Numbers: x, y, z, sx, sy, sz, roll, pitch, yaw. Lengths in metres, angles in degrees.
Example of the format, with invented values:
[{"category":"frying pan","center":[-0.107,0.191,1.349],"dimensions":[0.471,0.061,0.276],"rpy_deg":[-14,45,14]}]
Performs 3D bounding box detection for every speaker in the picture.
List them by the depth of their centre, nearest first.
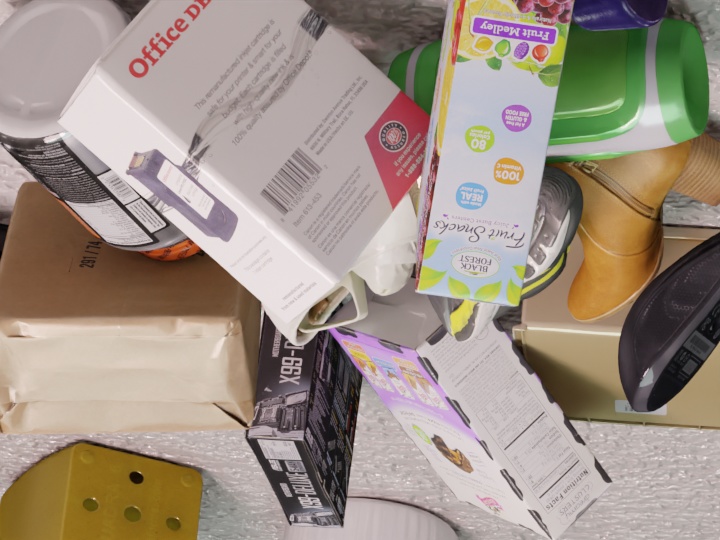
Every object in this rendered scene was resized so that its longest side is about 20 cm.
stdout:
[{"category":"speaker","center":[0.121,-0.115,1.567],"dimensions":[0.200,0.089,0.088],"rpy_deg":[-4,152,22]}]

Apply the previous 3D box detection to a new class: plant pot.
[{"category":"plant pot","center":[-0.249,0.283,2.382],"dimensions":[0.200,0.200,0.176],"rpy_deg":[15,141,-16]}]

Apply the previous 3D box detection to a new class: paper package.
[{"category":"paper package","center":[-0.168,0.025,1.760],"dimensions":[0.190,0.200,0.104],"rpy_deg":[0,121,0]}]

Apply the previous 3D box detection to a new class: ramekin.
[{"category":"ramekin","center":[0.008,0.306,2.450],"dimensions":[0.200,0.098,0.201],"rpy_deg":[5,154,3]}]

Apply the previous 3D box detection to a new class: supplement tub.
[{"category":"supplement tub","center":[-0.167,-0.093,1.650],"dimensions":[0.122,0.123,0.200],"rpy_deg":[-4,153,23]}]

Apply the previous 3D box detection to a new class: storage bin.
[{"category":"storage bin","center":[0.224,0.050,1.872],"dimensions":[0.200,0.094,0.199],"rpy_deg":[3,155,8]}]

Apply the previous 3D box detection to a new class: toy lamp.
[{"category":"toy lamp","center":[0.208,-0.188,1.429],"dimensions":[0.058,0.058,0.200],"rpy_deg":[29,146,-37]}]

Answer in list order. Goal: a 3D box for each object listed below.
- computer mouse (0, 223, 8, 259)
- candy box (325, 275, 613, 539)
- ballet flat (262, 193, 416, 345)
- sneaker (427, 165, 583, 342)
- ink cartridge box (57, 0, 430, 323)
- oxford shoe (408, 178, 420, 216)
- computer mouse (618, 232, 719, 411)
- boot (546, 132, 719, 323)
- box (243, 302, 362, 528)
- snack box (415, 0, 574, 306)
[{"category":"computer mouse","center":[-0.263,0.013,1.919],"dimensions":[0.053,0.139,0.200],"rpy_deg":[-25,152,21]},{"category":"candy box","center":[0.084,0.103,1.881],"dimensions":[0.200,0.072,0.168],"rpy_deg":[54,164,-21]},{"category":"ballet flat","center":[0.000,0.000,1.829],"dimensions":[0.069,0.070,0.200],"rpy_deg":[24,141,-30]},{"category":"sneaker","center":[0.108,-0.025,1.640],"dimensions":[0.085,0.075,0.200],"rpy_deg":[-28,169,-29]},{"category":"ink cartridge box","center":[-0.067,-0.091,1.521],"dimensions":[0.200,0.145,0.084],"rpy_deg":[42,148,-6]},{"category":"oxford shoe","center":[0.069,-0.050,1.707],"dimensions":[0.070,0.075,0.200],"rpy_deg":[-10,140,13]},{"category":"computer mouse","center":[0.242,0.009,1.688],"dimensions":[0.053,0.200,0.138],"rpy_deg":[39,179,22]},{"category":"boot","center":[0.158,-0.050,1.694],"dimensions":[0.144,0.071,0.201],"rpy_deg":[21,134,-23]},{"category":"box","center":[-0.043,0.104,1.981],"dimensions":[0.050,0.158,0.200],"rpy_deg":[2,154,11]},{"category":"snack box","center":[0.077,-0.101,1.414],"dimensions":[0.068,0.200,0.169],"rpy_deg":[9,-161,-2]}]
